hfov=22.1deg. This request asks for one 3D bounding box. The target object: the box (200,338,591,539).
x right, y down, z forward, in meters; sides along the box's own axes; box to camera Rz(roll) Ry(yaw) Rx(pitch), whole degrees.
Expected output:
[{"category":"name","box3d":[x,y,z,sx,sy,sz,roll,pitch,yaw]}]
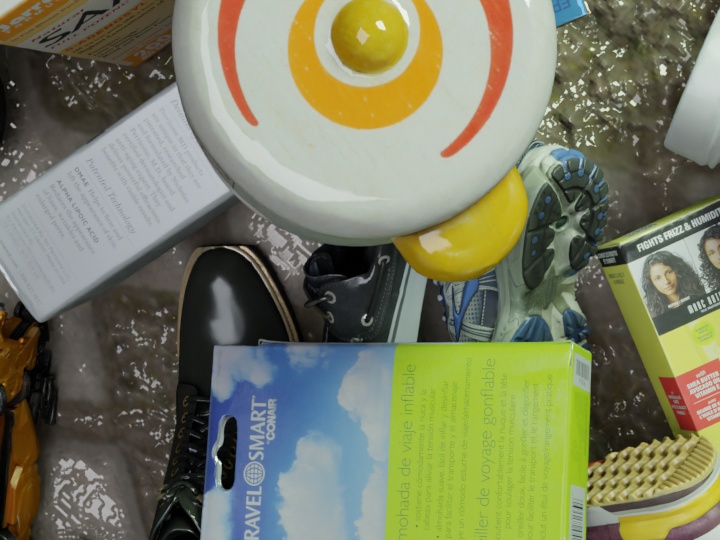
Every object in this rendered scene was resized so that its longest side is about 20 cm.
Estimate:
[{"category":"box","box3d":[0.018,0.099,0.957,0.199,0.048,0.123,-1,79,22]}]

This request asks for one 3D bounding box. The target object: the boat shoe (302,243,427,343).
[{"category":"boat shoe","box3d":[0.000,0.000,1.012,0.066,0.070,0.201,7,114,-27]}]

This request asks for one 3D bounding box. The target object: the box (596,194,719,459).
[{"category":"box","box3d":[0.201,0.065,0.990,0.075,0.050,0.201,-22,92,-8]}]

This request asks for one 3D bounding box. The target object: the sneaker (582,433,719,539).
[{"category":"sneaker","box3d":[0.123,0.151,0.994,0.199,0.075,0.090,-15,108,48]}]

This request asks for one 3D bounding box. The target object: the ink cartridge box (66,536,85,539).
[{"category":"ink cartridge box","box3d":[-0.131,0.262,1.061,0.199,0.146,0.086,35,106,7]}]

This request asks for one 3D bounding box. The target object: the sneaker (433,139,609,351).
[{"category":"sneaker","box3d":[0.079,0.013,1.017,0.085,0.077,0.201,38,127,42]}]

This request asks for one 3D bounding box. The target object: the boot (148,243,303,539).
[{"category":"boot","box3d":[-0.081,0.091,1.028,0.077,0.138,0.201,-5,96,15]}]

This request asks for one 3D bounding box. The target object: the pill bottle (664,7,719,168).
[{"category":"pill bottle","box3d":[0.261,-0.062,0.935,0.199,0.111,0.111,23,103,8]}]

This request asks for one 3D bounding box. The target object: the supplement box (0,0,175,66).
[{"category":"supplement box","box3d":[-0.126,-0.174,0.966,0.126,0.200,0.074,-31,83,17]}]

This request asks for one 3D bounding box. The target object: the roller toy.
[{"category":"roller toy","box3d":[0.000,-0.103,0.893,0.181,0.140,0.201,9,88,-3]}]

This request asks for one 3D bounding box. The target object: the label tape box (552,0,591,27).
[{"category":"label tape box","box3d":[0.027,-0.206,0.997,0.143,0.063,0.201,-21,95,16]}]

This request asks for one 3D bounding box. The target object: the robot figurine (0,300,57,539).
[{"category":"robot figurine","box3d":[-0.229,0.112,1.070,0.058,0.145,0.201,11,108,14]}]

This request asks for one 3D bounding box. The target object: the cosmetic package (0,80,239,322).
[{"category":"cosmetic package","box3d":[-0.107,-0.056,1.033,0.199,0.102,0.074,-34,91,15]}]

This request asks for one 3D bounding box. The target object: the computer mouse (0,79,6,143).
[{"category":"computer mouse","box3d":[-0.231,-0.123,1.040,0.139,0.053,0.201,48,150,25]}]
